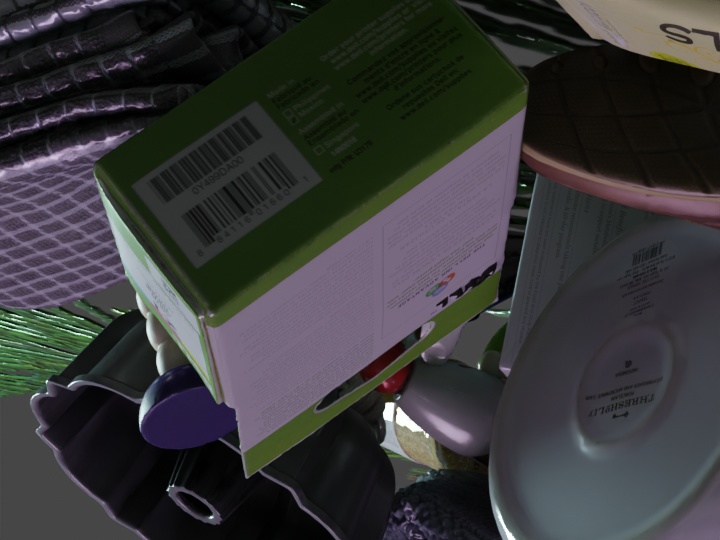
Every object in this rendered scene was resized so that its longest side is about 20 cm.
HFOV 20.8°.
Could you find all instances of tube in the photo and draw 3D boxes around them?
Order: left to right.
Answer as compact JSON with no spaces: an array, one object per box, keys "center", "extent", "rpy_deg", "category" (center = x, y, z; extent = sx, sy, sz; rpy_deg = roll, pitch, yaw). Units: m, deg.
[{"center":[0.155,-0.080,0.659],"extent":[0.199,0.052,0.058],"rpy_deg":[12,130,29],"category":"tube"}]

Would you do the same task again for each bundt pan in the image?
[{"center":[-0.067,0.092,1.017],"extent":[0.201,0.076,0.202],"rpy_deg":[25,151,15],"category":"bundt pan"}]

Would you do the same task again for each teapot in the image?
[{"center":[0.158,0.080,0.836],"extent":[0.146,0.198,0.200],"rpy_deg":[31,-169,-29],"category":"teapot"}]

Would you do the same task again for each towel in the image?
[{"center":[-0.118,-0.053,0.820],"extent":[0.199,0.086,0.166],"rpy_deg":[-18,159,18],"category":"towel"}]

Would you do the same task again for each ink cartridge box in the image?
[{"center":[-0.016,-0.011,0.786],"extent":[0.076,0.148,0.200],"rpy_deg":[50,166,18],"category":"ink cartridge box"}]

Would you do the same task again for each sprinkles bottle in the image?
[{"center":[0.021,0.075,1.202],"extent":[0.068,0.069,0.200],"rpy_deg":[19,180,-32],"category":"sprinkles bottle"}]

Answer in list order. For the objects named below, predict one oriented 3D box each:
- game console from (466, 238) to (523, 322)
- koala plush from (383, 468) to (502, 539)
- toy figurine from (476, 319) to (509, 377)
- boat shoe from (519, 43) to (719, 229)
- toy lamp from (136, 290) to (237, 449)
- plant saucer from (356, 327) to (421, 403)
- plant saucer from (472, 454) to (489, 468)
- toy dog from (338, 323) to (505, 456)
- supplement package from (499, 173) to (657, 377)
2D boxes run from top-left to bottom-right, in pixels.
[{"center":[-0.010,-0.041,1.101],"extent":[0.199,0.119,0.170],"rpy_deg":[6,-162,33],"category":"game console"},{"center":[0.070,0.221,1.043],"extent":[0.177,0.201,0.184],"rpy_deg":[10,-174,-30],"category":"koala plush"},{"center":[0.175,0.051,1.144],"extent":[0.199,0.151,0.184],"rpy_deg":[-9,161,-8],"category":"toy figurine"},{"center":[0.155,-0.038,0.757],"extent":[0.199,0.072,0.068],"rpy_deg":[7,147,12],"category":"boat shoe"},{"center":[-0.104,-0.012,0.927],"extent":[0.058,0.201,0.058],"rpy_deg":[-13,146,-9],"category":"toy lamp"},{"center":[-0.044,0.028,1.176],"extent":[0.199,0.049,0.200],"rpy_deg":[-3,-164,9],"category":"plant saucer"},{"center":[0.157,0.106,1.034],"extent":[0.199,0.032,0.200],"rpy_deg":[15,169,3],"category":"plant saucer"},{"center":[0.000,0.000,0.981],"extent":[0.132,0.097,0.200],"rpy_deg":[3,144,50],"category":"toy dog"},{"center":[0.183,0.023,0.971],"extent":[0.199,0.110,0.114],"rpy_deg":[9,169,17],"category":"supplement package"}]
